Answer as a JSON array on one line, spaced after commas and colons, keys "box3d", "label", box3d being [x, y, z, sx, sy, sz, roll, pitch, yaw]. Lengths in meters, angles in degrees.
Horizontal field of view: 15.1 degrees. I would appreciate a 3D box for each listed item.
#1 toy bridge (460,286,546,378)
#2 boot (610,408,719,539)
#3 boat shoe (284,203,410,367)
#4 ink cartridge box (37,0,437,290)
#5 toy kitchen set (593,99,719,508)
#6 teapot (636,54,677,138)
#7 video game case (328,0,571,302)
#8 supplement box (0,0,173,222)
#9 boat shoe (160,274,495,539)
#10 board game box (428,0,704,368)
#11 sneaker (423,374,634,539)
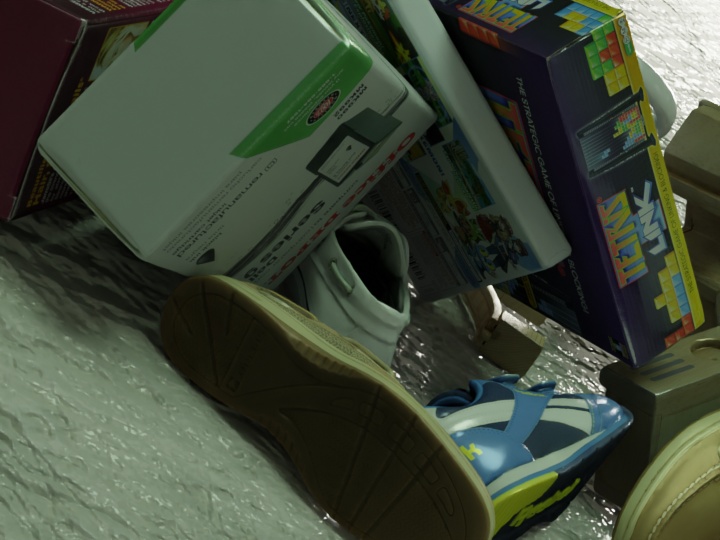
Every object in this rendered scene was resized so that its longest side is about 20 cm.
[{"box3d": [0.089, 0.006, 1.657, 0.067, 0.027, 0.200, 34, 21, -2], "label": "toy bridge"}, {"box3d": [0.244, 0.137, 1.448, 0.200, 0.073, 0.155, -27, 48, -38], "label": "boot"}, {"box3d": [0.000, 0.000, 1.473, 0.074, 0.067, 0.200, 28, 23, -23], "label": "boat shoe"}, {"box3d": [-0.055, -0.071, 1.355, 0.084, 0.146, 0.200, 46, 6, 15], "label": "ink cartridge box"}, {"box3d": [0.165, 0.007, 1.576, 0.180, 0.163, 0.200, -17, 33, -37], "label": "toy kitchen set"}, {"box3d": [0.092, -0.098, 1.652, 0.146, 0.197, 0.200, 31, 24, -15], "label": "teapot"}, {"box3d": [0.026, -0.080, 1.501, 0.200, 0.022, 0.182, 60, -20, -4], "label": "video game case"}, {"box3d": [-0.148, -0.105, 1.383, 0.086, 0.110, 0.200, 29, 19, 15], "label": "supplement box"}, {"box3d": [-0.006, 0.067, 1.317, 0.200, 0.071, 0.065, 42, 21, 17], "label": "boat shoe"}, {"box3d": [0.097, -0.064, 1.470, 0.165, 0.057, 0.200, 33, -32, 53], "label": "board game box"}, {"box3d": [0.079, 0.088, 1.409, 0.082, 0.074, 0.200, 41, 20, 16], "label": "sneaker"}]
